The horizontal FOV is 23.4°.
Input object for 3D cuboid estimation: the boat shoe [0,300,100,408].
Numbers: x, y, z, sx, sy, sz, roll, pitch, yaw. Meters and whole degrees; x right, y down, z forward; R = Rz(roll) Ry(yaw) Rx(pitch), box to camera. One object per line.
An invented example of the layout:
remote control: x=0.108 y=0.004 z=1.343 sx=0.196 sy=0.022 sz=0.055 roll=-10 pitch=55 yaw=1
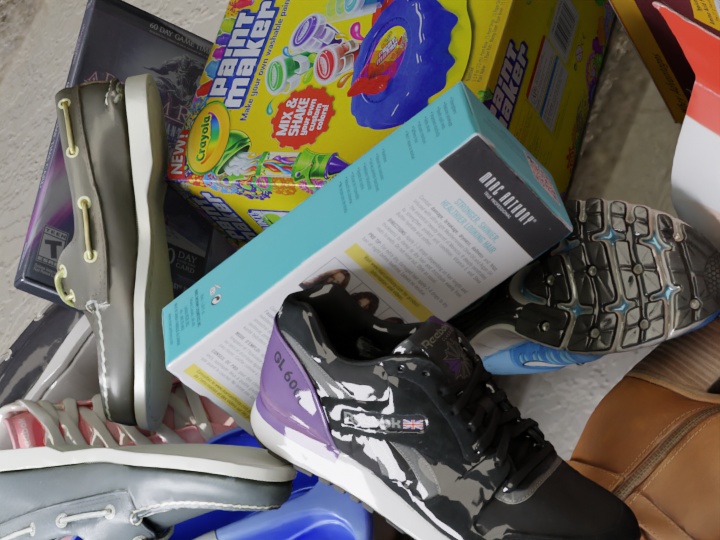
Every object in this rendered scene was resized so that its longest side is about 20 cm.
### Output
boat shoe: x=-0.204 y=0.086 z=1.056 sx=0.200 sy=0.074 sz=0.060 roll=-53 pitch=41 yaw=2

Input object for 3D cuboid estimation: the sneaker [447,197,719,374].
sneaker: x=0.106 y=0.014 z=0.907 sx=0.199 sy=0.090 sz=0.079 roll=-9 pitch=76 yaw=38

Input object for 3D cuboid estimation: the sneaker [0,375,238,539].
sneaker: x=-0.139 y=0.100 z=0.992 sx=0.200 sy=0.105 sz=0.076 roll=-33 pitch=50 yaw=8

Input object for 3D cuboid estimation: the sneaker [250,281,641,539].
sneaker: x=0.039 y=0.073 z=0.803 sx=0.199 sy=0.088 sz=0.076 roll=23 pitch=33 yaw=19

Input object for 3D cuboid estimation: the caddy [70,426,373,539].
caddy: x=-0.074 y=0.167 z=0.913 sx=0.199 sy=0.105 sz=0.142 roll=-31 pitch=53 yaw=10

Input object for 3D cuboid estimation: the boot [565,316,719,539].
boot: x=0.174 y=0.115 z=0.818 sx=0.155 sy=0.077 sz=0.200 roll=-48 pitch=47 yaw=-8

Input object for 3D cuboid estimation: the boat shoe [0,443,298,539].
boat shoe: x=-0.116 y=0.120 z=0.884 sx=0.199 sy=0.073 sz=0.062 roll=-4 pitch=85 yaw=32

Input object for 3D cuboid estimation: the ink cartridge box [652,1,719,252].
ink cartridge box: x=0.205 y=-0.020 z=0.804 sx=0.050 sy=0.200 sz=0.162 roll=-47 pitch=51 yaw=-3

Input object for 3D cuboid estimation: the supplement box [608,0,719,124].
supplement box: x=0.242 y=-0.146 z=0.858 sx=0.199 sy=0.197 sz=0.133 roll=25 pitch=77 yaw=36

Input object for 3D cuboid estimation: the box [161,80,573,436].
box: x=0.000 y=0.000 z=0.868 sx=0.200 sy=0.082 sz=0.049 roll=-36 pitch=36 yaw=17

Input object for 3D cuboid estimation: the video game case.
video game case: x=-0.121 y=-0.057 z=1.055 sx=0.019 sy=0.142 sz=0.201 roll=-28 pitch=46 yaw=53

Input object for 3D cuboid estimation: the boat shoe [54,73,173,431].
boat shoe: x=-0.139 y=-0.009 z=0.974 sx=0.060 sy=0.072 sz=0.203 roll=-4 pitch=79 yaw=4

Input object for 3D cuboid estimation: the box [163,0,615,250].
box: x=0.022 y=-0.105 z=1.008 sx=0.192 sy=0.122 sz=0.201 roll=3 pitch=65 yaw=32
